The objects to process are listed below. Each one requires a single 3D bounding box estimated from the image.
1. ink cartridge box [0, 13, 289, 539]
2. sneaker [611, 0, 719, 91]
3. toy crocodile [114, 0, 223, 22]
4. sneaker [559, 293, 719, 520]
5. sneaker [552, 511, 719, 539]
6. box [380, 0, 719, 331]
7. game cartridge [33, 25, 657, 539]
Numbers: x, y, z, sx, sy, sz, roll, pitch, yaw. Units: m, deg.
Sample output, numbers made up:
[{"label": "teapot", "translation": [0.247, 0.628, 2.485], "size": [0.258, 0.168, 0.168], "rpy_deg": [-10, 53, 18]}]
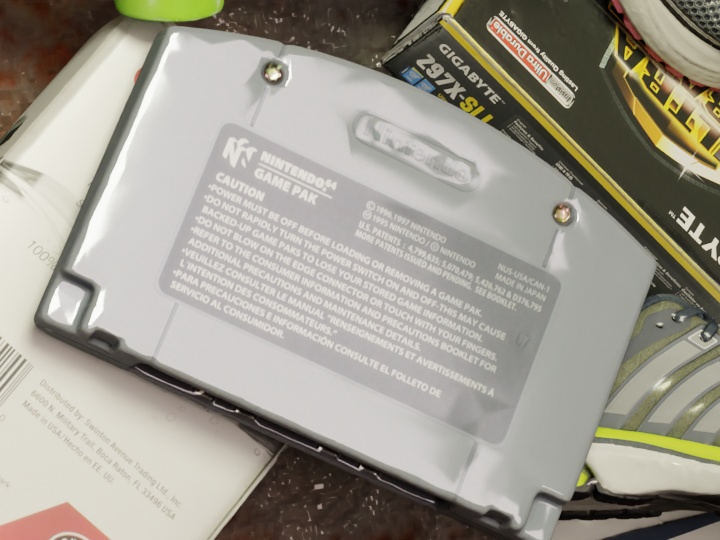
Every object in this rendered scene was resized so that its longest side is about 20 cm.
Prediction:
[{"label": "ink cartridge box", "translation": [-0.098, 0.028, 0.987], "size": [0.147, 0.083, 0.200], "rpy_deg": [43, 71, -11]}, {"label": "sneaker", "translation": [0.175, -0.102, 1.051], "size": [0.200, 0.075, 0.081], "rpy_deg": [31, 55, -21]}, {"label": "toy crocodile", "translation": [-0.036, -0.134, 0.977], "size": [0.200, 0.062, 0.068], "rpy_deg": [-10, 113, -23]}, {"label": "sneaker", "translation": [0.133, 0.049, 1.006], "size": [0.200, 0.074, 0.081], "rpy_deg": [1, 76, 7]}, {"label": "sneaker", "translation": [0.145, 0.070, 1.090], "size": [0.200, 0.076, 0.081], "rpy_deg": [-15, 81, -24]}, {"label": "box", "translation": [0.122, -0.070, 1.077], "size": [0.200, 0.049, 0.160], "rpy_deg": [45, 49, -12]}, {"label": "game cartridge", "translation": [0.000, 0.000, 0.959], "size": [0.200, 0.040, 0.133], "rpy_deg": [26, 78, -13]}]
